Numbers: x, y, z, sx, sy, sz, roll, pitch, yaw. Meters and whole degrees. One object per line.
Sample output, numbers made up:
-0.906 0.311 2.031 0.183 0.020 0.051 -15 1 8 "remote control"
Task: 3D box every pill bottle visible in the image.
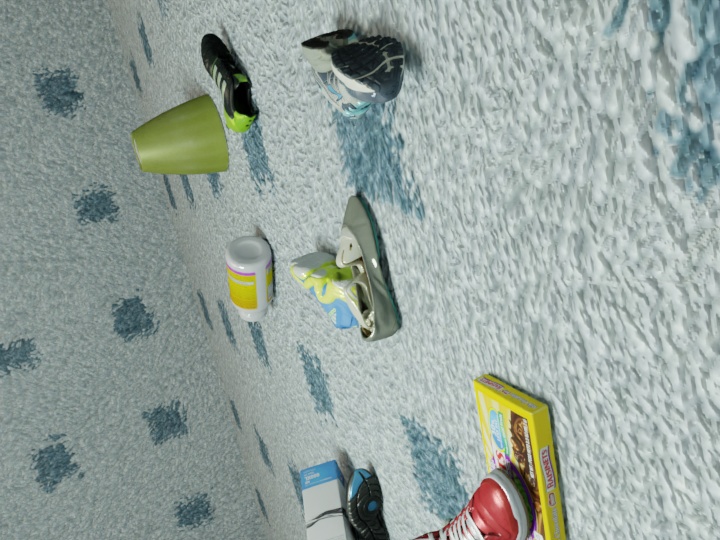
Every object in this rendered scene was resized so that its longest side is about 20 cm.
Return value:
-0.254 0.026 1.389 0.105 0.103 0.202 54 151 36 "pill bottle"

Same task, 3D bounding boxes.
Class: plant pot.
-0.445 -0.312 1.459 0.187 0.197 0.190 48 148 44 "plant pot"

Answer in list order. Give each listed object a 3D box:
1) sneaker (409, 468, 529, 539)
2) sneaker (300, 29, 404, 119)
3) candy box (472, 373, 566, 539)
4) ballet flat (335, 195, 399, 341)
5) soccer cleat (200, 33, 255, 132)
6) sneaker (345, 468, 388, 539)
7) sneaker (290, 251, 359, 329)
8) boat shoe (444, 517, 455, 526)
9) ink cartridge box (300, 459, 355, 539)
0.111 0.294 0.658 0.202 0.110 0.072 92 154 -46 "sneaker"
0.000 -0.212 0.676 0.200 0.076 0.087 52 164 54 "sneaker"
0.171 0.220 0.642 0.102 0.026 0.204 -157 52 -66 "candy box"
0.000 0.000 0.826 0.067 0.063 0.204 -7 100 67 "ballet flat"
-0.246 -0.365 1.145 0.081 0.067 0.204 -23 86 50 "soccer cleat"
0.000 0.463 1.167 0.082 0.072 0.204 33 135 59 "sneaker"
-0.053 0.038 0.965 0.199 0.075 0.107 27 132 59 "sneaker"
0.167 0.403 0.750 0.071 0.060 0.204 28 -147 -51 "boat shoe"
-0.056 0.516 1.214 0.202 0.083 0.146 -105 -2 -48 "ink cartridge box"
